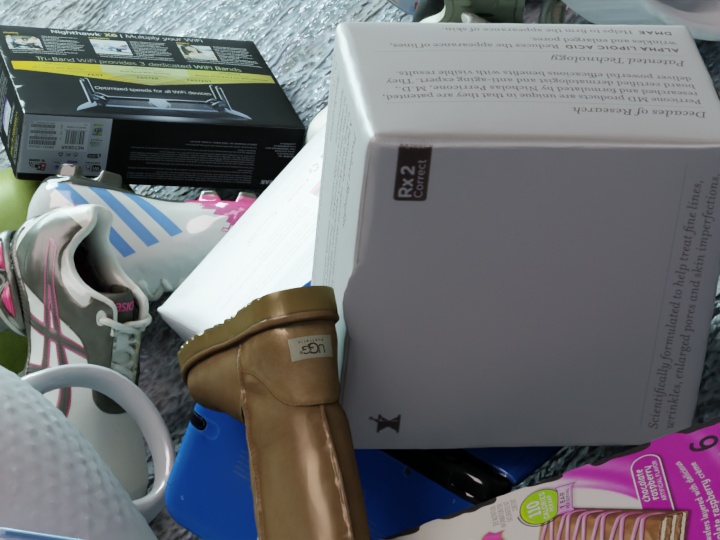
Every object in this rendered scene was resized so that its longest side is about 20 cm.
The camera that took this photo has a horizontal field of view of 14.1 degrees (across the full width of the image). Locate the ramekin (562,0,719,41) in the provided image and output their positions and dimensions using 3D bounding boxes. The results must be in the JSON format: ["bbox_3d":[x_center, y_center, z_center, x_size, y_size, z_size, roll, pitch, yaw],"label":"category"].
[{"bbox_3d":[0.191,-0.237,1.787,0.098,0.200,0.201,-3,48,58],"label":"ramekin"}]

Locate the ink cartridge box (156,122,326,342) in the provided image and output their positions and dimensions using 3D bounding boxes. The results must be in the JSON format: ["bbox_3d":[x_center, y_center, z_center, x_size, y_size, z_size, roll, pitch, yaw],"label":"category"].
[{"bbox_3d":[0.000,0.000,1.809,0.200,0.084,0.176,-48,34,-9],"label":"ink cartridge box"}]

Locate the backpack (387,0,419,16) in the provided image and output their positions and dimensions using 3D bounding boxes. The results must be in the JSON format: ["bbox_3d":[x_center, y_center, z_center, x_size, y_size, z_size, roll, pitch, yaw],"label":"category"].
[{"bbox_3d":[0.051,-0.286,2.028,0.154,0.200,0.191,-28,27,47],"label":"backpack"}]

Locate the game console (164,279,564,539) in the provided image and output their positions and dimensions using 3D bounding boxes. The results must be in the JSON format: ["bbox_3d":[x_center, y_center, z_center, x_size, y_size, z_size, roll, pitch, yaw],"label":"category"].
[{"bbox_3d":[0.015,0.102,1.651,0.200,0.118,0.171,29,105,31],"label":"game console"}]

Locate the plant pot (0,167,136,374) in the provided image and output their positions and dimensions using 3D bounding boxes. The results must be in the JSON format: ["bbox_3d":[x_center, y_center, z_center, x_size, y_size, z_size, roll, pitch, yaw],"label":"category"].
[{"bbox_3d":[-0.244,0.007,2.007,0.200,0.187,0.187,-36,28,-20],"label":"plant pot"}]

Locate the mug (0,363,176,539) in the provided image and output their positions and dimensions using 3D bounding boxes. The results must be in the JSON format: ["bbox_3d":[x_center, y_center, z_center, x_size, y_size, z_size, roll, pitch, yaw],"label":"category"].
[{"bbox_3d":[-0.201,0.133,1.744,0.200,0.175,0.148,-30,-12,-29],"label":"mug"}]

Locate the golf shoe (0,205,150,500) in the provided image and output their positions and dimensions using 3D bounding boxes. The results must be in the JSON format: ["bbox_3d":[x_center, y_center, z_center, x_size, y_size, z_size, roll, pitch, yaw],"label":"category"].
[{"bbox_3d":[-0.172,0.057,1.835,0.088,0.200,0.077,-27,-10,35],"label":"golf shoe"}]

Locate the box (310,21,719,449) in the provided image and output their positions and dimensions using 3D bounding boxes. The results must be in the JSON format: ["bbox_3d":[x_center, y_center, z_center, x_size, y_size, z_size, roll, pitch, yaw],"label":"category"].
[{"bbox_3d":[0.082,-0.019,1.560,0.200,0.199,0.131,0,34,-9],"label":"box"}]

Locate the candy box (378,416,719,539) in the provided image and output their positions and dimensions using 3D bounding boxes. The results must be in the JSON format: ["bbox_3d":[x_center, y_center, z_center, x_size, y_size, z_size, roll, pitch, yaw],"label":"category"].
[{"bbox_3d":[0.115,0.164,1.459,0.200,0.061,0.136,-22,34,8],"label":"candy box"}]

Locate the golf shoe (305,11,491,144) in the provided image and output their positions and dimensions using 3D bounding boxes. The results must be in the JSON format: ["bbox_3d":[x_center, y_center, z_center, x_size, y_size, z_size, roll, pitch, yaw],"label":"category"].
[{"bbox_3d":[0.032,-0.122,1.923,0.200,0.088,0.077,-16,41,39],"label":"golf shoe"}]

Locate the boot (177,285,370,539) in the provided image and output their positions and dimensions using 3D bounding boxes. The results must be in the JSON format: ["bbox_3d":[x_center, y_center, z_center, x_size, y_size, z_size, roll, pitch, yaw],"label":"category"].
[{"bbox_3d":[-0.042,0.124,1.530,0.175,0.066,0.200,135,127,-70],"label":"boot"}]

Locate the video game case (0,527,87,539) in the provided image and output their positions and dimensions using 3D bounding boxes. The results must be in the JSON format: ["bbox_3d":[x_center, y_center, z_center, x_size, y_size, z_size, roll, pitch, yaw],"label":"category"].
[{"bbox_3d":[-0.155,0.250,1.605,0.143,0.018,0.200,7,79,19],"label":"video game case"}]

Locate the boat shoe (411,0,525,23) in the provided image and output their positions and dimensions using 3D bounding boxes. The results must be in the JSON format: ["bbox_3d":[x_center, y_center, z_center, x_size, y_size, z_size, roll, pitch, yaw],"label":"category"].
[{"bbox_3d":[0.075,-0.189,1.900,0.200,0.072,0.068,114,158,-73],"label":"boat shoe"}]

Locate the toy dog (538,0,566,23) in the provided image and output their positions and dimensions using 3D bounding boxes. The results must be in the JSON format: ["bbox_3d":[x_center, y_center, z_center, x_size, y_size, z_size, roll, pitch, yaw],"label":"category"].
[{"bbox_3d":[0.173,-0.241,1.905,0.096,0.132,0.200,4,54,11],"label":"toy dog"}]

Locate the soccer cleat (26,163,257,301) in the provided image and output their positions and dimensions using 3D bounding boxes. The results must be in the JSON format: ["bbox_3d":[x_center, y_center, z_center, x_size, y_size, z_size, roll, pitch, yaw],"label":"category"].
[{"bbox_3d":[-0.124,-0.011,1.928,0.200,0.070,0.086,9,77,5],"label":"soccer cleat"}]

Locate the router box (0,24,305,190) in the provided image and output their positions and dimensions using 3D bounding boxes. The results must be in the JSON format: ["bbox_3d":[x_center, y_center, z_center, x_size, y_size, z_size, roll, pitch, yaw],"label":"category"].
[{"bbox_3d":[-0.154,-0.114,2.033,0.157,0.200,0.052,-119,35,-59],"label":"router box"}]
